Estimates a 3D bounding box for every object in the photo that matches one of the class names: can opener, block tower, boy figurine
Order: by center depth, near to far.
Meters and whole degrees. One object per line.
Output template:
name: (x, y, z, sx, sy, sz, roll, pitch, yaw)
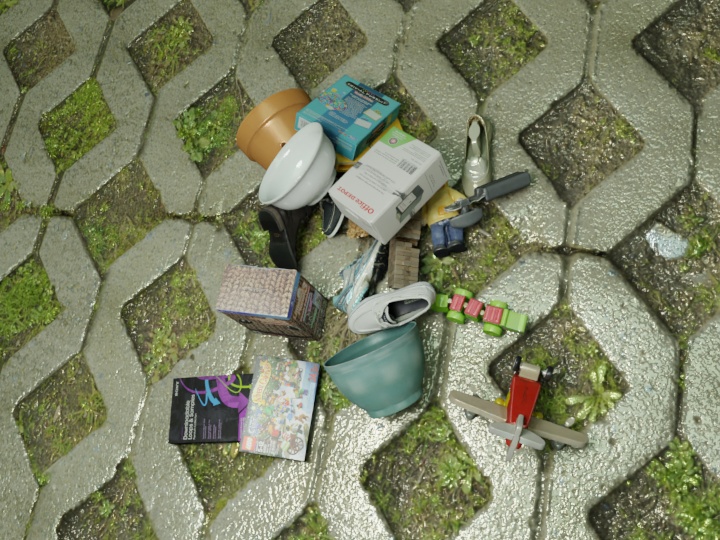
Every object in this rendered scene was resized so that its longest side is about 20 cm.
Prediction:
can opener: (0.267, -0.146, 1.487, 0.199, 0.053, 0.067, -22, 103, -15)
block tower: (0.093, -0.054, 1.508, 0.054, 0.058, 0.201, 7, 76, -13)
boy figurine: (0.179, -0.132, 1.524, 0.124, 0.064, 0.201, -13, 71, 17)

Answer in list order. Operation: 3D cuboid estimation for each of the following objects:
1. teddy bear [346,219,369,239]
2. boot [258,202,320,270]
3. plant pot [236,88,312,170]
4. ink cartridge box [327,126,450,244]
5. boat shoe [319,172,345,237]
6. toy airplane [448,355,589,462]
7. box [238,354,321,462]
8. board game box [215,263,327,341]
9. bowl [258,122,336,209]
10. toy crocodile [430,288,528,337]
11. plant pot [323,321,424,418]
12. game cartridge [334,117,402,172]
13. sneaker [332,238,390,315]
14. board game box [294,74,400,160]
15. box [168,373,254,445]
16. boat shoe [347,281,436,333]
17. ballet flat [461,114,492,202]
teddy bear: (0.024, -0.152, 1.556, 0.145, 0.067, 0.201, -31, 39, 20)
boot: (-0.138, -0.109, 1.588, 0.069, 0.201, 0.174, 12, 42, 31)
plant pot: (-0.161, -0.292, 1.617, 0.200, 0.200, 0.140, -38, 75, 1)
ink cartridge box: (0.057, -0.174, 1.438, 0.200, 0.084, 0.145, -45, 52, -8)
boat shoe: (-0.066, -0.172, 1.599, 0.076, 0.060, 0.201, -27, 48, 51)
toy airplane: (0.288, 0.272, 1.306, 0.198, 0.142, 0.200, -15, 48, -23)
box: (-0.164, 0.284, 1.474, 0.136, 0.038, 0.201, 8, 73, 2)
board game box: (-0.179, 0.070, 1.484, 0.159, 0.200, 0.097, 5, 72, 19)
bowl: (-0.114, -0.197, 1.464, 0.201, 0.090, 0.202, -38, 32, 28)
toy crocodile: (0.236, 0.082, 1.431, 0.199, 0.062, 0.068, 18, 77, 21)
plant pot: (0.044, 0.203, 1.391, 0.199, 0.200, 0.135, -23, 93, 8)
game cartridge: (0.012, -0.296, 1.584, 0.175, 0.033, 0.201, -4, 48, -14)
sneaker: (0.000, 0.000, 1.525, 0.086, 0.078, 0.201, 19, 77, 25)
board game box: (-0.026, -0.337, 1.556, 0.151, 0.047, 0.200, 31, 49, 12)
box: (-0.314, 0.299, 1.534, 0.199, 0.036, 0.144, -6, 70, 15)
boat shoe: (0.056, 0.081, 1.428, 0.199, 0.065, 0.074, -28, 103, 22)
ballet flat: (0.250, -0.248, 1.543, 0.069, 0.069, 0.201, -2, 71, 16)
